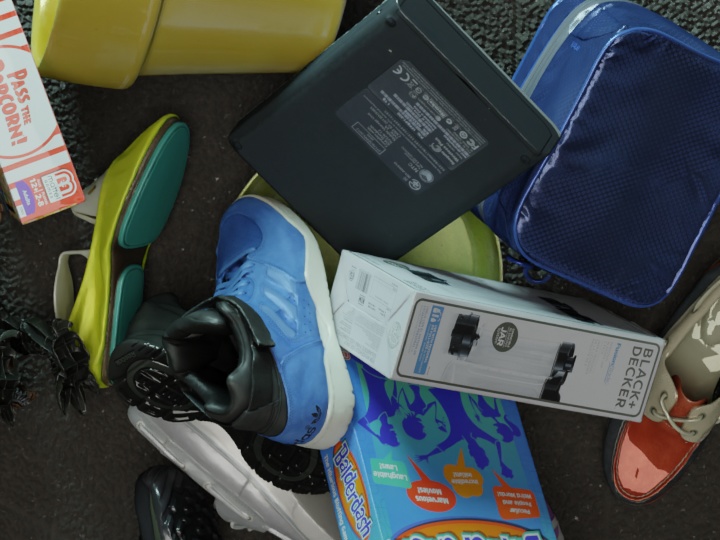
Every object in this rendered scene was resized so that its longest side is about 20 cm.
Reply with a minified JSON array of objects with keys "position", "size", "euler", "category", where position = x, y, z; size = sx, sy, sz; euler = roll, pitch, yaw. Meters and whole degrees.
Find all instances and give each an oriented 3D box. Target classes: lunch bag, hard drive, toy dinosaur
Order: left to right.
[{"position":[-0.265,0.053,1.719],"size":[0.102,0.135,0.201],"euler":[-35,133,-30],"category":"toy dinosaur"},{"position":[0.018,-0.086,1.634],"size":[0.140,0.033,0.200],"euler":[44,137,-11],"category":"hard drive"},{"position":[0.162,-0.078,1.676],"size":[0.135,0.132,0.201],"euler":[25,100,-22],"category":"lunch bag"}]

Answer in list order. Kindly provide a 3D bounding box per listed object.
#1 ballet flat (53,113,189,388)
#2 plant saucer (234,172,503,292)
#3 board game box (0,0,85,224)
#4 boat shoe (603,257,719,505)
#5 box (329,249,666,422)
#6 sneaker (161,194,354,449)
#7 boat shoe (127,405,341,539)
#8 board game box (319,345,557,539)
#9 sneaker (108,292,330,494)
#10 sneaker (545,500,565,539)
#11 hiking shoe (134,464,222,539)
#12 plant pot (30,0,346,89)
[{"position":[-0.175,-0.018,1.738],"size":[0.067,0.067,0.201],"euler":[18,101,22],"category":"ballet flat"},{"position":[0.000,0.000,1.745],"size":[0.199,0.031,0.201],"euler":[0,98,2],"category":"plant saucer"},{"position":[-0.235,-0.111,1.654],"size":[0.046,0.200,0.152],"euler":[-20,97,-8],"category":"board game box"},{"position":[0.228,0.077,1.728],"size":[0.071,0.063,0.201],"euler":[29,100,-3],"category":"boat shoe"},{"position":[0.088,0.044,1.664],"size":[0.199,0.117,0.061],"euler":[10,100,-29],"category":"box"},{"position":[-0.081,0.024,1.639],"size":[0.077,0.111,0.201],"euler":[-43,50,35],"category":"sneaker"},{"position":[-0.080,0.146,1.754],"size":[0.200,0.072,0.069],"euler":[39,119,-9],"category":"boat shoe"},{"position":[0.052,0.151,1.651],"size":[0.151,0.201,0.045],"euler":[9,141,-35],"category":"board game box"},{"position":[-0.073,0.078,1.704],"size":[0.199,0.091,0.076],"euler":[33,127,-16],"category":"sneaker"},{"position":[0.063,0.234,1.732],"size":[0.200,0.073,0.115],"euler":[-35,102,-14],"category":"sneaker"},{"position":[-0.149,0.232,1.752],"size":[0.100,0.076,0.201],"euler":[-1,109,22],"category":"hiking shoe"},{"position":[-0.108,-0.210,1.649],"size":[0.188,0.201,0.202],"euler":[10,99,-13],"category":"plant pot"}]
